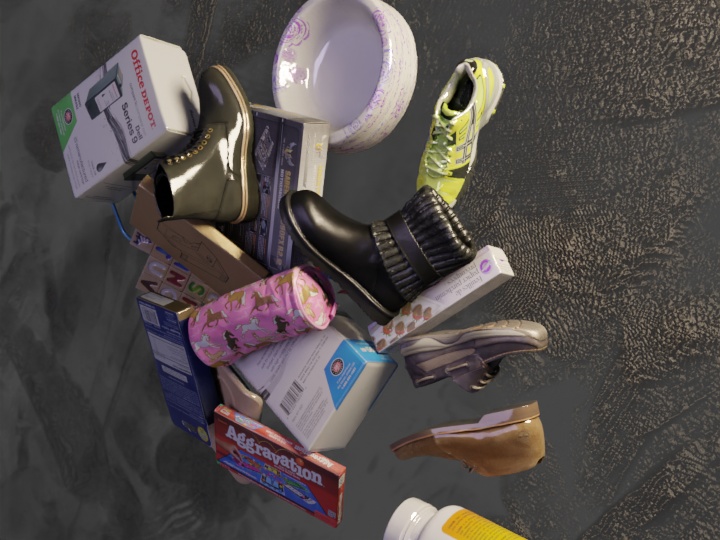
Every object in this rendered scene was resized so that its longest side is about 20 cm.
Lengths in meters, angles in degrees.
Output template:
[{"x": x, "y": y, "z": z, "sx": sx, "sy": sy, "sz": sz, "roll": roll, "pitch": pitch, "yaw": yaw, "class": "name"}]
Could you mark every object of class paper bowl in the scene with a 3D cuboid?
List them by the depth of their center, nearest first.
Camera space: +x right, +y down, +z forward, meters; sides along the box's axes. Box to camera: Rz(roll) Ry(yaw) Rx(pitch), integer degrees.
[{"x": -0.013, "y": -0.255, "z": 1.159, "sx": 0.198, "sy": 0.104, "sz": 0.205, "roll": -3, "pitch": 86, "yaw": 36, "class": "paper bowl"}]

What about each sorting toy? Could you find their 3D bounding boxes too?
[{"x": -0.205, "y": 0.180, "z": 1.259, "sx": 0.199, "sy": 0.036, "sz": 0.187, "roll": 39, "pitch": 137, "yaw": 31, "class": "sorting toy"}]

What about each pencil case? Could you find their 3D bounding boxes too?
[{"x": -0.124, "y": 0.059, "z": 1.115, "sx": 0.198, "sy": 0.086, "sz": 0.084, "roll": -22, "pitch": 74, "yaw": 32, "class": "pencil case"}]

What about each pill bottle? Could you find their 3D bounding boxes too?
[{"x": 0.125, "y": 0.335, "z": 0.996, "sx": 0.198, "sy": 0.110, "sz": 0.113, "roll": 19, "pitch": 96, "yaw": 36, "class": "pill bottle"}]

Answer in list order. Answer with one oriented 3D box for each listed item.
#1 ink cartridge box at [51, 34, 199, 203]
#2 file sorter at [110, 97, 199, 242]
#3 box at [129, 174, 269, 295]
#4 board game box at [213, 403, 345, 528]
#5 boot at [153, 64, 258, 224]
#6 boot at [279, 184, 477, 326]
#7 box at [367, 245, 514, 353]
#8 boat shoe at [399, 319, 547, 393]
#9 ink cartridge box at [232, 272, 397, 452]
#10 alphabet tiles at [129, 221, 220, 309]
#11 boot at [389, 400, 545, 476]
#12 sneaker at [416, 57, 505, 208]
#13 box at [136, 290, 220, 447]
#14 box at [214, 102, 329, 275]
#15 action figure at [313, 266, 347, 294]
[{"x": -0.318, "y": -0.204, "z": 1.217, "sx": 0.198, "sy": 0.084, "sz": 0.148, "roll": -28, "pitch": 74, "yaw": 29, "class": "ink cartridge box"}, {"x": -0.264, "y": -0.142, "z": 1.312, "sx": 0.199, "sy": 0.138, "sz": 0.124, "roll": -38, "pitch": 69, "yaw": 26, "class": "file sorter"}, {"x": -0.220, "y": -0.032, "z": 1.189, "sx": 0.199, "sy": 0.163, "sz": 0.021, "roll": 39, "pitch": 67, "yaw": -5, "class": "box"}, {"x": -0.109, "y": 0.257, "z": 1.173, "sx": 0.197, "sy": 0.019, "sz": 0.104, "roll": 22, "pitch": 129, "yaw": 22, "class": "board game box"}, {"x": -0.203, "y": -0.158, "z": 1.099, "sx": 0.077, "sy": 0.137, "sz": 0.204, "roll": -18, "pitch": 82, "yaw": 43, "class": "boot"}, {"x": 0.021, "y": -0.053, "z": 1.051, "sx": 0.211, "sy": 0.080, "sz": 0.157, "roll": 44, "pitch": 117, "yaw": -11, "class": "boot"}, {"x": 0.096, "y": 0.039, "z": 1.091, "sx": 0.199, "sy": 0.041, "sz": 0.039, "roll": -36, "pitch": 66, "yaw": 28, "class": "box"}, {"x": 0.136, "y": 0.103, "z": 1.045, "sx": 0.198, "sy": 0.074, "sz": 0.075, "roll": -12, "pitch": 88, "yaw": 43, "class": "boat shoe"}, {"x": -0.069, "y": 0.116, "z": 1.174, "sx": 0.200, "sy": 0.084, "sz": 0.147, "roll": 43, "pitch": 109, "yaw": 32, "class": "ink cartridge box"}, {"x": -0.249, "y": -0.025, "z": 1.282, "sx": 0.165, "sy": 0.008, "sz": 0.201, "roll": 28, "pitch": 121, "yaw": -9, "class": "alphabet tiles"}, {"x": 0.122, "y": 0.210, "z": 1.041, "sx": 0.197, "sy": 0.073, "sz": 0.077, "roll": -17, "pitch": 85, "yaw": 31, "class": "boot"}, {"x": 0.106, "y": -0.164, "z": 1.083, "sx": 0.075, "sy": 0.076, "sz": 0.204, "roll": 23, "pitch": 100, "yaw": 33, "class": "sneaker"}, {"x": -0.246, "y": 0.135, "z": 1.225, "sx": 0.120, "sy": 0.032, "sz": 0.204, "roll": 14, "pitch": 120, "yaw": 49, "class": "box"}, {"x": -0.119, "y": -0.107, "z": 1.156, "sx": 0.157, "sy": 0.048, "sz": 0.204, "roll": 19, "pitch": 109, "yaw": 39, "class": "box"}, {"x": 0.000, "y": 0.000, "z": 1.148, "sx": 0.197, "sy": 0.052, "sz": 0.067, "roll": 13, "pitch": 95, "yaw": 23, "class": "action figure"}]
